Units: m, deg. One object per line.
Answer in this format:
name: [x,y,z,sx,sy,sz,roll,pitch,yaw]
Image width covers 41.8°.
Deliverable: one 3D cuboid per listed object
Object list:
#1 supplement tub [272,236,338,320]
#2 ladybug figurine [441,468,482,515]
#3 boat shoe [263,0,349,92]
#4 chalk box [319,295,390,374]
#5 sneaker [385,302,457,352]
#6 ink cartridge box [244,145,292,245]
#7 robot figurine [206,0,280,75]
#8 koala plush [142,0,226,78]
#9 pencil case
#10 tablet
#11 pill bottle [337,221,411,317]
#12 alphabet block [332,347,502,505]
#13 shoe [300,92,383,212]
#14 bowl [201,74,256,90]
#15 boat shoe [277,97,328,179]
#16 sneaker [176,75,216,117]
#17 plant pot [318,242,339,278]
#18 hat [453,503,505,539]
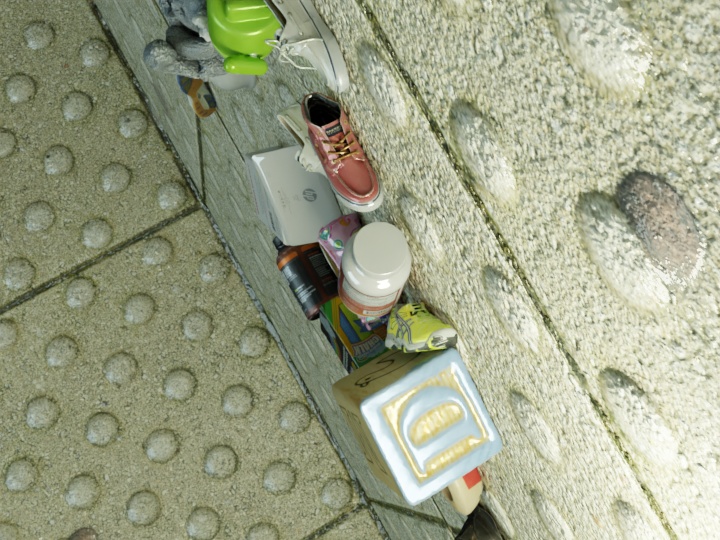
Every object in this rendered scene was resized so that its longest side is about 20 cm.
supplement tub: [-0.118,0.002,2.093,0.201,0.106,0.107,60,168,8]
ladybug figurine: [0.170,0.364,1.795,0.201,0.071,0.136,60,168,3]
boat shoe: [-0.094,-0.329,1.319,0.203,0.086,0.075,62,168,1]
chalk box: [0.023,0.140,1.785,0.201,0.123,0.125,56,166,20]
sneaker: [0.090,0.091,1.525,0.200,0.075,0.077,176,91,-65]
ink cartridge box: [-0.158,-0.156,1.902,0.200,0.083,0.146,-139,35,-61]
robot figurine: [-0.178,-0.392,1.454,0.200,0.114,0.178,138,120,-79]
koala plush: [-0.264,-0.439,1.617,0.200,0.182,0.179,133,149,-67]
pencil case: [0.000,0.000,1.664,0.202,0.087,0.087,63,168,-1]
tablet: [-0.112,-0.140,1.760,0.014,0.129,0.201,-69,-37,-53]
pill bottle: [0.022,-0.003,1.500,0.113,0.111,0.200,58,167,13]
alphabet block: [0.091,0.245,1.586,0.198,0.194,0.200,65,166,-8]
shoe: [-0.032,-0.181,1.424,0.201,0.071,0.091,59,174,34]
bowl: [-0.292,-0.438,1.876,0.202,0.090,0.202,56,166,21]
boat shoe: [-0.075,-0.194,1.574,0.201,0.069,0.071,59,167,12]
sneaker: [-0.431,-0.479,2.379,0.088,0.075,0.201,52,164,37]
plant pot: [-0.045,-0.035,1.900,0.201,0.027,0.200,57,168,20]
hat: [0.238,0.555,1.913,0.202,0.080,0.201,56,168,19]
